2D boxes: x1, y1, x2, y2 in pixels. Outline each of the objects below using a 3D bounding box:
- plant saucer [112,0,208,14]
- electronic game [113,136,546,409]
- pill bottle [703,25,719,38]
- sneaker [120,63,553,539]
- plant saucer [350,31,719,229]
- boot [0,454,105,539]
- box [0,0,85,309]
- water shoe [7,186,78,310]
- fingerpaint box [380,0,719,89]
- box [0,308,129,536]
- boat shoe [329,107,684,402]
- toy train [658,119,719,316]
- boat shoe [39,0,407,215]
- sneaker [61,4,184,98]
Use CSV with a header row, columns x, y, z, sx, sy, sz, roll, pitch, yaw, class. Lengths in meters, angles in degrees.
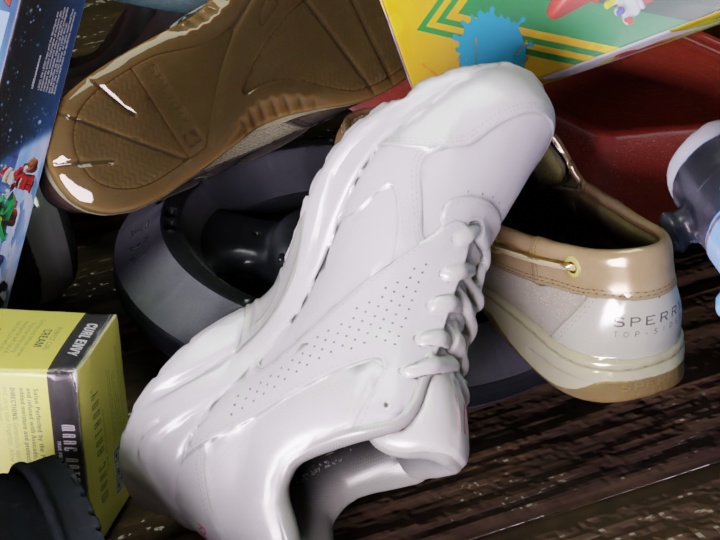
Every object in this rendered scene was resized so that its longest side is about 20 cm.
x,y,z,sx,sy,sz,roll,pitch,yaw,class
-0.090,-0.136,1.134,0.200,0.039,0.201,10,9,-2,plant saucer
0.000,0.000,1.050,0.198,0.042,0.200,4,30,-2,electronic game
0.186,-0.173,1.289,0.199,0.113,0.113,-11,28,-15,pill bottle
0.014,0.023,0.896,0.099,0.078,0.200,37,90,32,sneaker
0.116,-0.072,1.140,0.199,0.037,0.199,-6,24,-34,plant saucer
-0.145,0.134,0.781,0.161,0.074,0.198,-14,29,-13,boot
-0.184,-0.051,1.014,0.136,0.201,0.038,16,2,34,box
-0.200,-0.034,1.114,0.079,0.072,0.200,-26,32,-29,water shoe
0.124,-0.130,1.017,0.166,0.074,0.200,-19,2,32,fingerpaint box
-0.184,0.053,0.939,0.199,0.076,0.050,1,25,13,box
0.056,-0.025,0.990,0.074,0.067,0.200,-16,35,-32,boat shoe
0.181,-0.001,0.910,0.114,0.087,0.200,-26,50,-3,toy train
-0.047,-0.083,1.054,0.199,0.074,0.065,-27,5,-23,boat shoe
-0.082,-0.075,1.192,0.099,0.078,0.200,24,46,31,sneaker
